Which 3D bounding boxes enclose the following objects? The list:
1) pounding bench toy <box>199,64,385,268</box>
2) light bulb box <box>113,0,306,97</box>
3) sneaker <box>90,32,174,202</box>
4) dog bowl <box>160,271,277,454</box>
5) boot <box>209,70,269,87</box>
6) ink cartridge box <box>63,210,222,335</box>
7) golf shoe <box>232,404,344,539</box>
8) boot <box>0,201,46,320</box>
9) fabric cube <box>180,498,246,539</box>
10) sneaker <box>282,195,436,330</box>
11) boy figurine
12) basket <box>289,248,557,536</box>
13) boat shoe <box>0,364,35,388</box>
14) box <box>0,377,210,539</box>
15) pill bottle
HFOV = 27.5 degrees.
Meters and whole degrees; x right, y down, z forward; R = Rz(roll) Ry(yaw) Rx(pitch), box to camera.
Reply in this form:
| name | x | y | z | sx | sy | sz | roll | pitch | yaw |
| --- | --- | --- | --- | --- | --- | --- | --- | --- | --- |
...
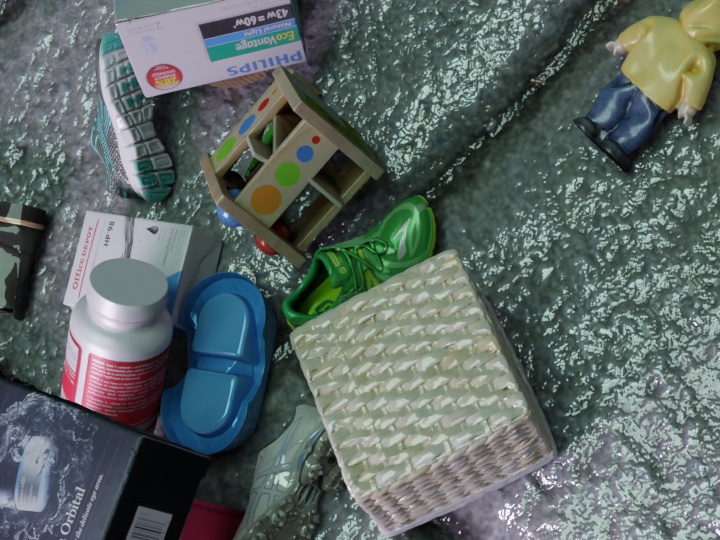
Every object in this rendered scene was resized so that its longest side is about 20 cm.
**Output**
| name | x | y | z | sx | sy | sz | roll | pitch | yaw |
| --- | --- | --- | --- | --- | --- | --- | --- | --- | --- |
| pounding bench toy | -0.089 | -0.121 | 1.599 | 0.156 | 0.124 | 0.200 | -47 | 27 | 10 |
| light bulb box | -0.172 | -0.327 | 1.647 | 0.195 | 0.125 | 0.202 | -12 | 55 | 3 |
| sneaker | -0.288 | -0.175 | 1.729 | 0.090 | 0.077 | 0.203 | -6 | 98 | 39 |
| dog bowl | -0.150 | 0.105 | 1.612 | 0.110 | 0.049 | 0.203 | 6 | 79 | 28 |
| boot | -0.184 | -0.306 | 1.738 | 0.197 | 0.072 | 0.169 | 3 | 75 | 27 |
| ink cartridge box | -0.268 | 0.000 | 1.698 | 0.198 | 0.067 | 0.118 | 8 | 81 | 30 |
| golf shoe | -0.083 | 0.232 | 1.540 | 0.201 | 0.078 | 0.097 | -53 | 42 | -1 |
| boot | -0.488 | -0.016 | 1.824 | 0.198 | 0.077 | 0.141 | 4 | 82 | 31 |
| fabric cube | -0.253 | 0.325 | 1.523 | 0.198 | 0.196 | 0.202 | 5 | 76 | 30 |
| sneaker | 0.000 | 0.000 | 1.541 | 0.200 | 0.083 | 0.074 | -43 | 60 | 11 |
| boy figurine | 0.296 | -0.200 | 1.447 | 0.201 | 0.064 | 0.124 | -50 | 59 | 6 |
| basket | 0.056 | 0.118 | 1.409 | 0.198 | 0.161 | 0.200 | -26 | 65 | 6 |
| boat shoe | -0.406 | 0.161 | 1.725 | 0.066 | 0.074 | 0.201 | -34 | 63 | 13 |
| box | -0.277 | 0.230 | 1.383 | 0.198 | 0.117 | 0.199 | 15 | 81 | 33 |
| pill bottle | -0.264 | 0.092 | 1.593 | 0.112 | 0.111 | 0.202 | 39 | 131 | 31 |
